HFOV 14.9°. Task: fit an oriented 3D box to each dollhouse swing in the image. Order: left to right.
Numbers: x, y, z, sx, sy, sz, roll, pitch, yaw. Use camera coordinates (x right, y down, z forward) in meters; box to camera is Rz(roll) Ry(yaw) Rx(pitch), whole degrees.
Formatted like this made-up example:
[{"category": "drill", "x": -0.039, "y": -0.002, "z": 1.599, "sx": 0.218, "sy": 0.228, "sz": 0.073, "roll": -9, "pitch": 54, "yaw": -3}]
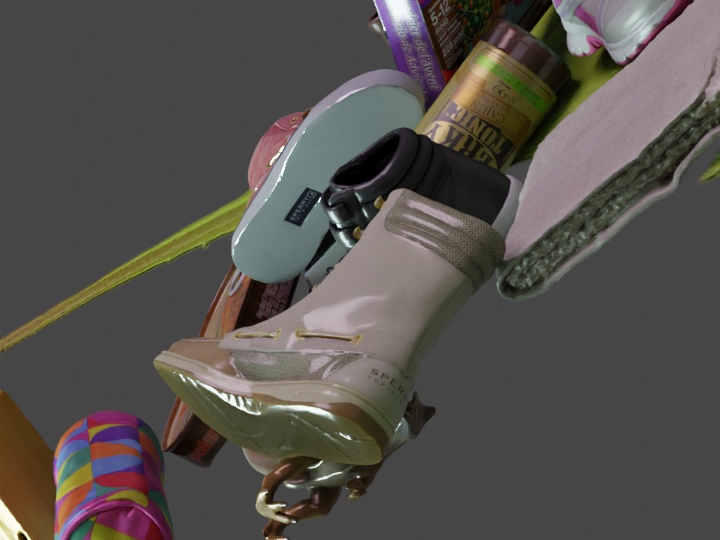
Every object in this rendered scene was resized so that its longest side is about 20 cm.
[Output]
[{"category": "dollhouse swing", "x": -0.311, "y": 0.230, "z": 1.982, "sx": 0.200, "sy": 0.182, "sz": 0.176, "roll": -37, "pitch": 1, "yaw": 43}]

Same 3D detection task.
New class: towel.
[{"category": "towel", "x": 0.153, "y": -0.076, "z": 1.515, "sx": 0.200, "sy": 0.034, "sz": 0.133, "roll": -42, "pitch": 17, "yaw": 39}]

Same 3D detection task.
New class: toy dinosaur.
[{"category": "toy dinosaur", "x": -0.029, "y": 0.116, "z": 1.596, "sx": 0.199, "sy": 0.061, "sz": 0.106, "roll": -11, "pitch": 32, "yaw": 47}]

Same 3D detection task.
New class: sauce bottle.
[{"category": "sauce bottle", "x": 0.054, "y": -0.062, "z": 1.724, "sx": 0.201, "sy": 0.065, "sz": 0.065, "roll": -55, "pitch": 15, "yaw": -3}]

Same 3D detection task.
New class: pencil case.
[{"category": "pencil case", "x": -0.166, "y": 0.162, "z": 1.840, "sx": 0.089, "sy": 0.088, "sz": 0.200, "roll": -50, "pitch": 15, "yaw": 10}]

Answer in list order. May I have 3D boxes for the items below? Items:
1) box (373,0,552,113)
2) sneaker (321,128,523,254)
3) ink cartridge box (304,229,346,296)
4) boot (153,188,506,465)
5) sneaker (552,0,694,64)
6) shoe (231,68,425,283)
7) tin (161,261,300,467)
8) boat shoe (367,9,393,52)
[{"category": "box", "x": 0.078, "y": -0.210, "z": 1.791, "sx": 0.039, "sy": 0.137, "sz": 0.200, "roll": 7, "pitch": 44, "yaw": 35}, {"category": "sneaker", "x": 0.000, "y": 0.000, "z": 1.644, "sx": 0.200, "sy": 0.099, "sz": 0.071, "roll": -51, "pitch": 17, "yaw": 11}, {"category": "ink cartridge box", "x": 0.013, "y": -0.047, "z": 1.858, "sx": 0.200, "sy": 0.039, "sz": 0.100, "roll": -48, "pitch": 16, "yaw": 19}, {"category": "boot", "x": -0.018, "y": 0.027, "z": 1.553, "sx": 0.199, "sy": 0.072, "sz": 0.155, "roll": 6, "pitch": 56, "yaw": 52}, {"category": "sneaker", "x": 0.148, "y": -0.178, "z": 1.618, "sx": 0.081, "sy": 0.088, "sz": 0.200, "roll": -38, "pitch": 12, "yaw": -12}, {"category": "shoe", "x": -0.022, "y": -0.084, "z": 1.811, "sx": 0.200, "sy": 0.071, "sz": 0.091, "roll": -50, "pitch": 24, "yaw": 39}, {"category": "tin", "x": -0.087, "y": 0.051, "z": 1.898, "sx": 0.112, "sy": 0.042, "sz": 0.201, "roll": -48, "pitch": 17, "yaw": 42}, {"category": "boat shoe", "x": 0.072, "y": -0.245, "z": 2.060, "sx": 0.201, "sy": 0.072, "sz": 0.072, "roll": -57, "pitch": 16, "yaw": -13}]
